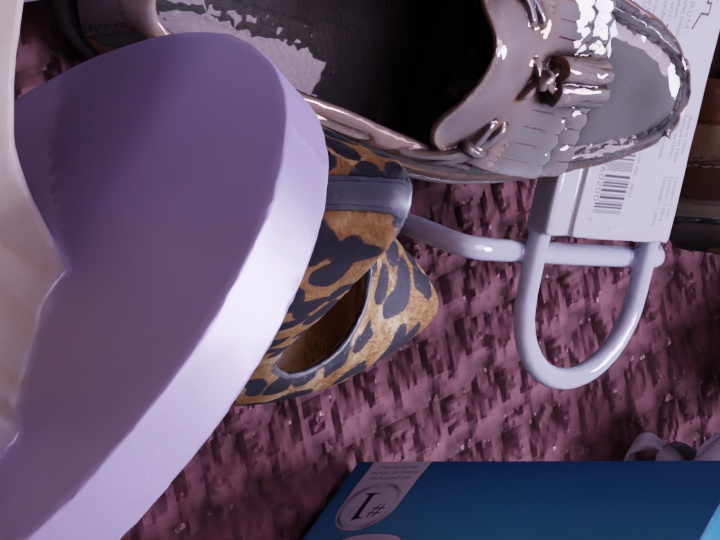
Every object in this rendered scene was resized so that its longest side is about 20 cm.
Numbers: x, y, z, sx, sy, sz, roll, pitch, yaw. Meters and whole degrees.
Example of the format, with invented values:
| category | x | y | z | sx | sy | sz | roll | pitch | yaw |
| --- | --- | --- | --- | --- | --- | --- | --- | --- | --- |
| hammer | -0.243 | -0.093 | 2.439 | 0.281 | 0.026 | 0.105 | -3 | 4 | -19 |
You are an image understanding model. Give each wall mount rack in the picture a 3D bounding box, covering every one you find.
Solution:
| category | x | y | z | sx | sy | sz | roll | pitch | yaw |
| --- | --- | --- | --- | --- | --- | --- | --- | --- | --- |
| wall mount rack | 0.083 | -0.066 | 0.921 | 0.173 | 0.074 | 0.201 | 2 | 105 | -50 |

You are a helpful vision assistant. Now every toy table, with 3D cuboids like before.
| category | x | y | z | sx | sy | sz | roll | pitch | yaw |
| --- | --- | --- | --- | --- | --- | --- | --- | --- | --- |
| toy table | -0.115 | 0.000 | 0.608 | 0.200 | 0.184 | 0.117 | -52 | 133 | -7 |

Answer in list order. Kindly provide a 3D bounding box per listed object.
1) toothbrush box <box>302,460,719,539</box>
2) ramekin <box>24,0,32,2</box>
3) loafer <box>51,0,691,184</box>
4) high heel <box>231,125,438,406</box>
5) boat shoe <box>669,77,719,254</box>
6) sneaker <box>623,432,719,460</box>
| category | x | y | z | sx | sy | sz | roll | pitch | yaw |
| --- | --- | --- | --- | --- | --- | --- | --- | --- | --- |
| toothbrush box | 0.024 | 0.147 | 0.789 | 0.200 | 0.146 | 0.086 | -51 | 126 | -42 |
| ramekin | -0.093 | -0.159 | 0.687 | 0.200 | 0.097 | 0.202 | 15 | 71 | -52 |
| loafer | 0.012 | -0.060 | 0.794 | 0.199 | 0.063 | 0.072 | 9 | 99 | -24 |
| high heel | 0.000 | 0.000 | 0.770 | 0.200 | 0.142 | 0.072 | 11 | 79 | -51 |
| boat shoe | 0.181 | -0.058 | 1.056 | 0.200 | 0.075 | 0.074 | -23 | 112 | -56 |
| sneaker | 0.182 | 0.098 | 0.963 | 0.075 | 0.199 | 0.116 | -15 | 93 | -64 |
